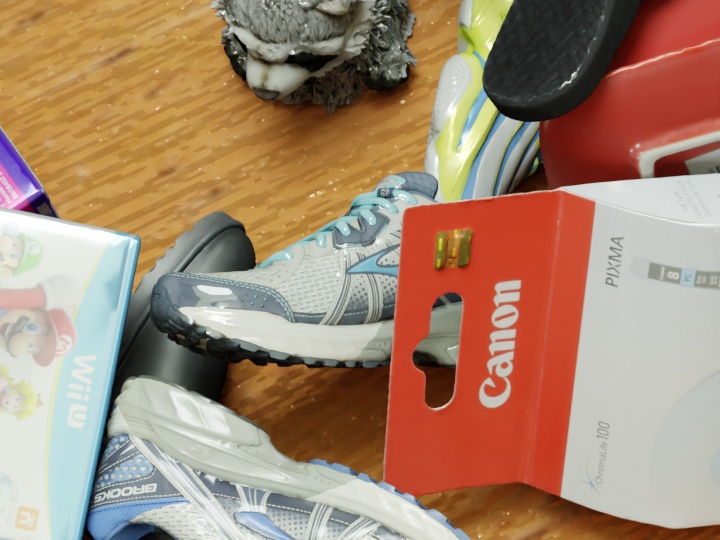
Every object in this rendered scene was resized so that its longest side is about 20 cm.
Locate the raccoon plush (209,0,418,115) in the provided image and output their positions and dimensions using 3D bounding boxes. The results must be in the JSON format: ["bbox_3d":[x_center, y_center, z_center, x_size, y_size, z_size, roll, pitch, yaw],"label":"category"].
[{"bbox_3d":[-0.028,-0.169,1.326,0.096,0.134,0.201,-4,71,5],"label":"raccoon plush"}]

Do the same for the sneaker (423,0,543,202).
[{"bbox_3d":[0.090,-0.089,1.320,0.104,0.076,0.201,12,78,2],"label":"sneaker"}]

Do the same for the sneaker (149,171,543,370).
[{"bbox_3d":[0.000,0.000,1.243,0.199,0.078,0.087,1,88,-26],"label":"sneaker"}]

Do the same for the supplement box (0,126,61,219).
[{"bbox_3d":[-0.244,-0.001,1.310,0.200,0.101,0.104,-35,74,-5],"label":"supplement box"}]

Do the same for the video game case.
[{"bbox_3d":[-0.204,0.036,1.199,0.199,0.018,0.144,11,84,-4],"label":"video game case"}]

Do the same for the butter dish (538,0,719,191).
[{"bbox_3d":[0.172,-0.092,1.258,0.199,0.200,0.149,-15,59,3],"label":"butter dish"}]

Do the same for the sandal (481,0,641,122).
[{"bbox_3d":[0.112,-0.142,1.186,0.075,0.045,0.201,9,66,46],"label":"sandal"}]

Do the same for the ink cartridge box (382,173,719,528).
[{"bbox_3d":[0.114,0.039,1.208,0.199,0.161,0.047,-6,35,-14],"label":"ink cartridge box"}]

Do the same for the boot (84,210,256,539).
[{"bbox_3d":[-0.034,0.091,1.275,0.199,0.066,0.165,33,84,18],"label":"boot"}]

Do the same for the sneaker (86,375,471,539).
[{"bbox_3d":[-0.028,0.123,1.207,0.199,0.077,0.086,24,79,15],"label":"sneaker"}]
